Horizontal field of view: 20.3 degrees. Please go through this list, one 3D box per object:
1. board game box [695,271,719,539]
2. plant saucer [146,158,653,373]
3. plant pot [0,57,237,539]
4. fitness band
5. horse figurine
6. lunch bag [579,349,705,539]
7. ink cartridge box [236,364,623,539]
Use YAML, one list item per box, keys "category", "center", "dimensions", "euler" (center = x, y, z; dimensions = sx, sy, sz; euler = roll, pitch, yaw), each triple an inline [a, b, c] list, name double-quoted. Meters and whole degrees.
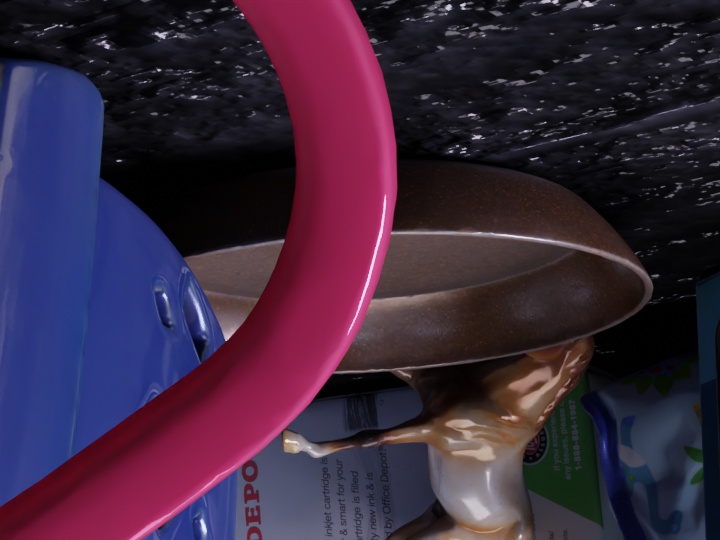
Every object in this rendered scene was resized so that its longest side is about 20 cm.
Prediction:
- category: "board game box"
  center: [0.184, 0.054, 0.702]
  dimensions: [0.047, 0.152, 0.200]
  euler: [5, 164, -16]
- category: "plant saucer"
  center: [0.000, 0.000, 0.697]
  dimensions: [0.199, 0.035, 0.200]
  euler: [-4, 166, -1]
- category: "plant pot"
  center: [-0.145, 0.058, 0.539]
  dimensions: [0.199, 0.201, 0.180]
  euler: [-4, 140, 5]
- category: "fitness band"
  center: [-0.088, -0.003, 0.399]
  dimensions: [0.200, 0.144, 0.037]
  euler: [-35, -171, 8]
- category: "horse figurine"
  center: [0.032, 0.093, 0.886]
  dimensions: [0.132, 0.050, 0.201]
  euler: [-3, 122, -3]
- category: "lunch bag"
  center: [0.203, 0.098, 0.905]
  dimensions: [0.169, 0.128, 0.200]
  euler: [-16, 165, 11]
- category: "ink cartridge box"
  center: [0.033, 0.132, 0.988]
  dimensions: [0.199, 0.147, 0.084]
  euler: [-8, 168, 22]
